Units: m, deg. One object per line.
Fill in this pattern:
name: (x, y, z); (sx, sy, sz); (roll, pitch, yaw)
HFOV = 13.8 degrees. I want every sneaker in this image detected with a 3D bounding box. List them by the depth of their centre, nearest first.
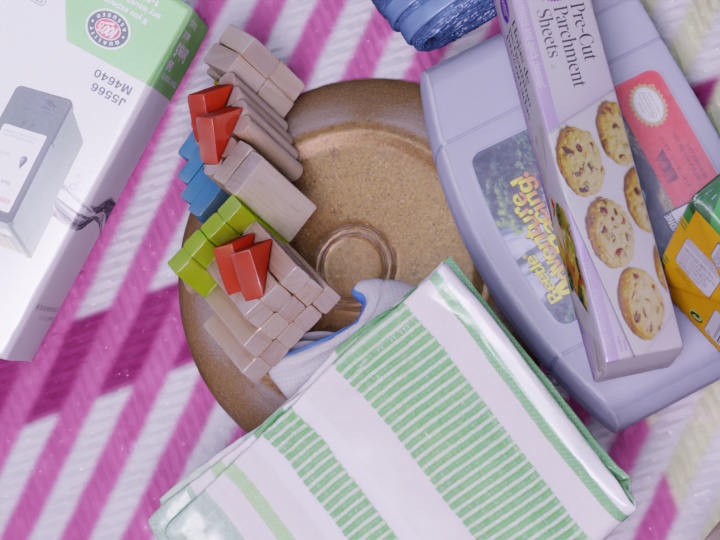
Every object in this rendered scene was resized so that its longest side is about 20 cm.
sneaker: (0.002, 0.100, 1.422); (0.146, 0.080, 0.200); (39, 115, 16)

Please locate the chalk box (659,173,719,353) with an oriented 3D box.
chalk box: (0.253, -0.030, 1.357); (0.200, 0.124, 0.125); (-40, 79, -12)

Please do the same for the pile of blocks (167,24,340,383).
pile of blocks: (-0.069, -0.042, 1.436); (0.082, 0.062, 0.201); (-29, 45, 21)

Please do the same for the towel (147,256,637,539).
towel: (0.014, 0.111, 1.363); (0.200, 0.023, 0.153); (-42, 83, 21)

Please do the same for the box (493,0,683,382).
box: (0.106, -0.048, 1.398); (0.041, 0.039, 0.201); (-11, 75, -8)

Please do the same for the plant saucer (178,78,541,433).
plant saucer: (0.000, 0.000, 1.474); (0.199, 0.035, 0.201); (-2, 82, 13)

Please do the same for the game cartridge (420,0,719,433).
game cartridge: (0.116, -0.030, 1.432); (0.133, 0.041, 0.201); (-28, 77, -7)

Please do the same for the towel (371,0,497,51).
towel: (0.021, -0.215, 1.491); (0.111, 0.049, 0.201); (-32, 78, 5)

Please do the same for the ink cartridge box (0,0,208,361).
ink cartridge box: (-0.188, -0.073, 1.490); (0.145, 0.084, 0.201); (28, 89, 2)

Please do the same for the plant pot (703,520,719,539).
plant pot: (0.231, 0.186, 1.329); (0.173, 0.200, 0.201); (29, 90, 31)
